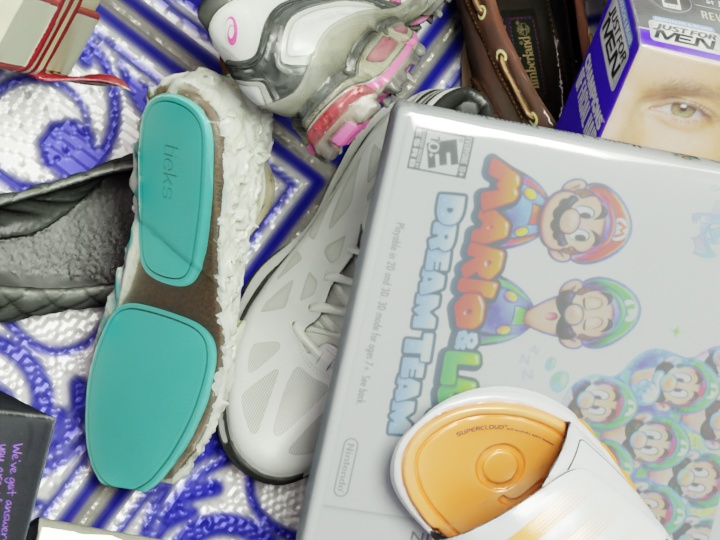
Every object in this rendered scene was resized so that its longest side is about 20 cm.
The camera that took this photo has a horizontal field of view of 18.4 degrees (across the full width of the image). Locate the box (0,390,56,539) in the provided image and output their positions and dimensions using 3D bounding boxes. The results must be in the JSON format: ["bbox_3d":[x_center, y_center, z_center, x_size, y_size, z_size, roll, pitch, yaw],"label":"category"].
[{"bbox_3d":[-0.242,0.081,0.875,0.200,0.122,0.106,11,96,-41],"label":"box"}]

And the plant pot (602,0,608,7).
[{"bbox_3d":[0.187,-0.148,1.037,0.200,0.200,0.135,7,111,-11],"label":"plant pot"}]

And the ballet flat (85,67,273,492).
[{"bbox_3d":[-0.071,0.005,0.981,0.072,0.072,0.200,9,113,-11],"label":"ballet flat"}]

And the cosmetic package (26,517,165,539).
[{"bbox_3d":[-0.051,0.160,0.965,0.200,0.104,0.073,12,79,-12],"label":"cosmetic package"}]

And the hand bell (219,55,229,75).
[{"bbox_3d":[-0.044,-0.171,1.037,0.104,0.104,0.200,5,92,-12],"label":"hand bell"}]

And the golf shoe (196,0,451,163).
[{"bbox_3d":[-0.011,-0.125,0.975,0.092,0.200,0.073,41,115,-8],"label":"golf shoe"}]

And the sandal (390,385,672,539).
[{"bbox_3d":[0.102,0.129,0.924,0.079,0.059,0.207,-44,106,6],"label":"sandal"}]

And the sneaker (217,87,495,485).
[{"bbox_3d":[0.000,0.000,0.994,0.076,0.115,0.201,28,77,-7],"label":"sneaker"}]

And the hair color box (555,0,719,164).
[{"bbox_3d":[0.137,-0.028,0.990,0.109,0.200,0.065,11,38,-11],"label":"hair color box"}]

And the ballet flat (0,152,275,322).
[{"bbox_3d":[-0.129,-0.012,0.996,0.200,0.057,0.066,-17,87,-17],"label":"ballet flat"}]

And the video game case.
[{"bbox_3d":[0.081,0.041,0.939,0.182,0.024,0.200,10,104,-10],"label":"video game case"}]

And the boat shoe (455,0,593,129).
[{"bbox_3d":[0.075,-0.147,1.056,0.070,0.070,0.200,-11,83,-20],"label":"boat shoe"}]

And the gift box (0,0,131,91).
[{"bbox_3d":[-0.164,-0.172,0.925,0.200,0.185,0.187,31,95,7],"label":"gift box"}]
